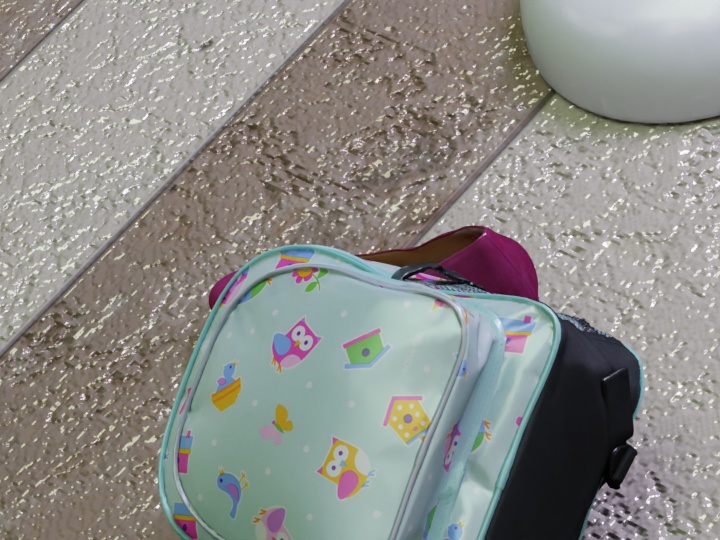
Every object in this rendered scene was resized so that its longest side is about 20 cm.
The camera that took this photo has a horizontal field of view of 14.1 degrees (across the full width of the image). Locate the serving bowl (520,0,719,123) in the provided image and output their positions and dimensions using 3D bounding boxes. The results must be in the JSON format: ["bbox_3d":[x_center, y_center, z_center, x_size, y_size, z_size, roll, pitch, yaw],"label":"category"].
[{"bbox_3d":[0.173,-0.172,1.536,0.200,0.066,0.200,-14,46,15],"label":"serving bowl"}]

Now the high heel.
[{"bbox_3d":[0.000,0.000,1.438,0.200,0.096,0.067,3,52,28],"label":"high heel"}]

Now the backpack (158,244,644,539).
[{"bbox_3d":[0.001,0.078,1.318,0.200,0.153,0.176,15,84,45],"label":"backpack"}]
